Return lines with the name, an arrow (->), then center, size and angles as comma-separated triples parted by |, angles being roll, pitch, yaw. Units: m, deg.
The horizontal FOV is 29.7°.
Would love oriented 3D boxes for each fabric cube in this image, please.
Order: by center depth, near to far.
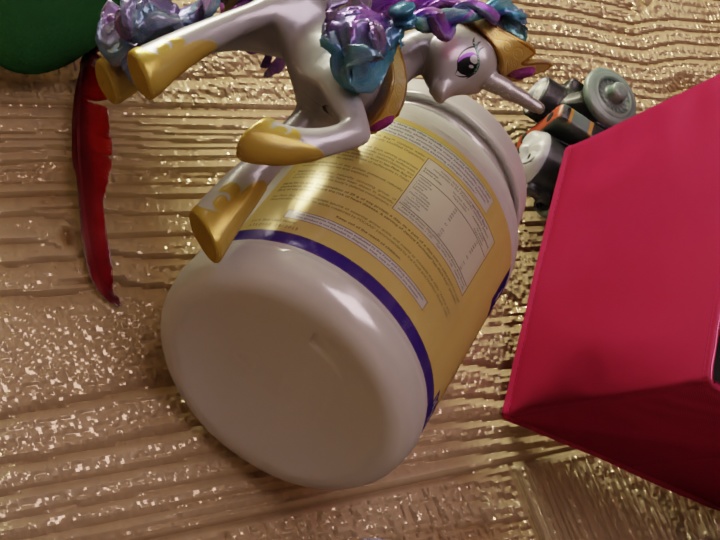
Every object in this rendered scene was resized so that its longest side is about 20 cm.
fabric cube -> 0.233, 0.022, 0.812 | 0.198, 0.199, 0.199 | 23, 69, -20

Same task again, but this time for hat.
hat -> -0.190, -0.120, 0.753 | 0.164, 0.178, 0.200 | 19, 14, -23

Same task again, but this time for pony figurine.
pony figurine -> -0.026, -0.120, 0.670 | 0.198, 0.167, 0.194 | -26, 65, -22

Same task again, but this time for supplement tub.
supplement tub -> 0.000, 0.000, 0.726 | 0.145, 0.145, 0.201 | 42, 45, -6

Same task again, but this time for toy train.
toy train -> 0.194, -0.056, 0.964 | 0.198, 0.085, 0.115 | 31, 56, -17

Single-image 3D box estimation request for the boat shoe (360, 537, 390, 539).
boat shoe -> 0.003, 0.232, 0.637 | 0.066, 0.074, 0.203 | -10, 71, -6
